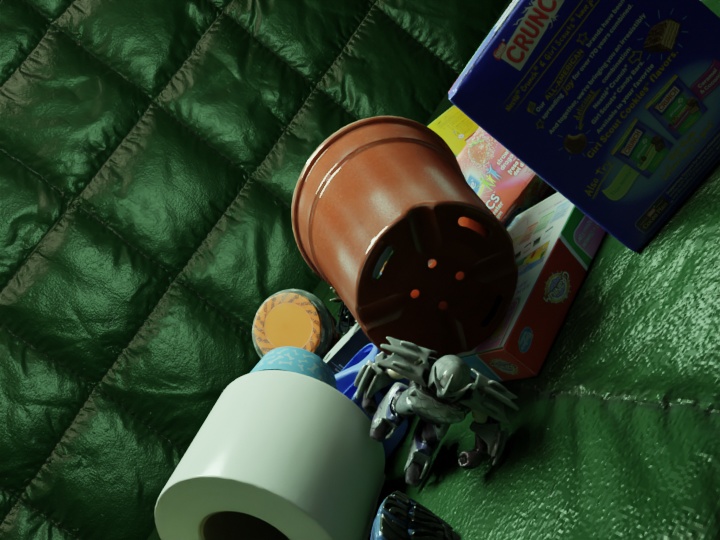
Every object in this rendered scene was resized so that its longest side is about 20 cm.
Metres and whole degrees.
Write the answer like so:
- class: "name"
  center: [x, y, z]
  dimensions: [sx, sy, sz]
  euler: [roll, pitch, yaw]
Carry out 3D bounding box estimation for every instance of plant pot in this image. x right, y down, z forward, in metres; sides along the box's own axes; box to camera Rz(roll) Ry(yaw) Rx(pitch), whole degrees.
- class: "plant pot"
  center: [0.044, -0.024, 0.640]
  dimensions: [0.202, 0.199, 0.196]
  euler: [-52, 26, 12]

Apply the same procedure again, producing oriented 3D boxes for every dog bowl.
- class: "dog bowl"
  center: [-0.098, 0.160, 0.754]
  dimensions: [0.200, 0.111, 0.050]
  euler: [-48, 12, 35]

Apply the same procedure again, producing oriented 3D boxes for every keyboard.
- class: "keyboard"
  center: [0.000, 0.000, 0.837]
  dimensions: [0.105, 0.039, 0.201]
  euler: [-74, 8, -46]

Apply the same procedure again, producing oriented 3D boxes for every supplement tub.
- class: "supplement tub"
  center: [-0.095, 0.098, 1.018]
  dimensions: [0.124, 0.121, 0.200]
  euler: [-55, -10, -7]

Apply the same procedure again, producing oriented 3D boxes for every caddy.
- class: "caddy"
  center: [-0.020, 0.178, 0.819]
  dimensions: [0.201, 0.104, 0.142]
  euler: [-49, 10, 33]

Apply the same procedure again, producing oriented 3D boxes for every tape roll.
- class: "tape roll"
  center: [-0.084, 0.222, 0.669]
  dimensions: [0.203, 0.201, 0.140]
  euler: [-48, 9, 36]

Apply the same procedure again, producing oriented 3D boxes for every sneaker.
- class: "sneaker"
  center: [0.021, 0.234, 0.454]
  dimensions: [0.079, 0.075, 0.201]
  euler: [-54, 5, 26]

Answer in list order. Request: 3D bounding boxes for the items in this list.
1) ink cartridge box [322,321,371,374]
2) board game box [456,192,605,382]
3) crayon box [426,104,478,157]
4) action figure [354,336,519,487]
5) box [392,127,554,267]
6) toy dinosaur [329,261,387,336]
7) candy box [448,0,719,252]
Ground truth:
- class: "ink cartridge box"
  center: [0.011, 0.126, 0.888]
  dimensions: [0.200, 0.099, 0.039]
  euler: [-50, 7, 39]
- class: "board game box"
  center: [0.159, 0.015, 0.659]
  dimensions: [0.202, 0.040, 0.153]
  euler: [-58, 8, -20]
- class: "crayon box"
  center: [0.098, -0.123, 0.908]
  dimensions: [0.199, 0.119, 0.059]
  euler: [-39, -38, -8]
- class: "action figure"
  center: [0.056, 0.119, 0.559]
  dimensions: [0.070, 0.129, 0.201]
  euler: [-51, -10, -25]
- class: "box"
  center: [0.142, -0.070, 0.810]
  dimensions: [0.201, 0.095, 0.099]
  euler: [-53, -26, 10]
- class: "toy dinosaur"
  center: [0.026, 0.035, 1.016]
  dimensions: [0.197, 0.107, 0.180]
  euler: [-3, -11, -43]
- class: "candy box"
  center: [0.194, -0.147, 0.535]
  dimensions: [0.170, 0.199, 0.077]
  euler: [-51, 8, 16]
